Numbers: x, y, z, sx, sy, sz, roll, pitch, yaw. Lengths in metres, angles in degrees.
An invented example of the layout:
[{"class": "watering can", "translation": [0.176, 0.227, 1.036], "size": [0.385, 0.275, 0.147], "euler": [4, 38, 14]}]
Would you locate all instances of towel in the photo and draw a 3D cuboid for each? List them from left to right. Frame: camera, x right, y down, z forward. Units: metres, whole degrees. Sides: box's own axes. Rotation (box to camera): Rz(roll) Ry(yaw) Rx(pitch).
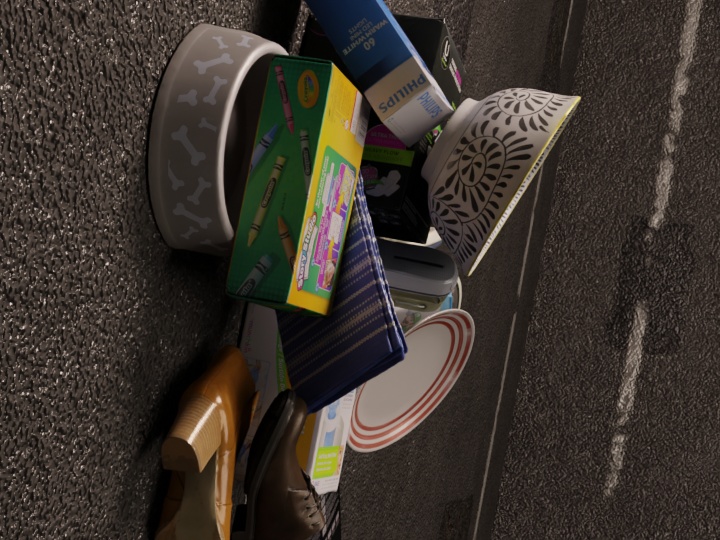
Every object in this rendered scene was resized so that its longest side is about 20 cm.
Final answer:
[{"class": "towel", "translation": [-0.029, 0.017, 0.982], "size": [0.024, 0.144, 0.202], "euler": [13, 53, -42]}]

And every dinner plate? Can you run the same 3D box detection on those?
[{"class": "dinner plate", "translation": [0.052, 0.121, 1.205], "size": [0.199, 0.024, 0.202], "euler": [-32, 145, -25]}]

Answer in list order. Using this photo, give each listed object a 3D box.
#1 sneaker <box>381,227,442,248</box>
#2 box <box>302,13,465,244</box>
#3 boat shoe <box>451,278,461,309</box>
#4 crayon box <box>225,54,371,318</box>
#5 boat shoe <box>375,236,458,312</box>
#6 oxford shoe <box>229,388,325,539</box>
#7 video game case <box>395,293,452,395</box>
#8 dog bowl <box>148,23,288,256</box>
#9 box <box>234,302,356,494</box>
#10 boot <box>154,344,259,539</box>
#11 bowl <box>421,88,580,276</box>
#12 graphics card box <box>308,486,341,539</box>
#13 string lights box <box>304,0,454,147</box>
[{"class": "sneaker", "translation": [0.027, 0.019, 1.264], "size": [0.199, 0.075, 0.085], "euler": [-31, 108, -29]}, {"class": "box", "translation": [0.011, -0.150, 1.105], "size": [0.124, 0.147, 0.203], "euler": [44, 58, -68]}, {"class": "boat shoe", "translation": [0.060, 0.087, 1.292], "size": [0.203, 0.071, 0.061], "euler": [-64, 169, 27]}, {"class": "crayon box", "translation": [-0.049, -0.066, 0.911], "size": [0.119, 0.057, 0.203], "euler": [26, 74, -72]}, {"class": "boat shoe", "translation": [0.000, 0.000, 1.091], "size": [0.072, 0.197, 0.062], "euler": [-77, -176, -49]}, {"class": "oxford shoe", "translation": [-0.069, 0.200, 0.984], "size": [0.073, 0.083, 0.202], "euler": [-86, -171, -65]}, {"class": "video game case", "translation": [0.013, 0.106, 1.231], "size": [0.018, 0.197, 0.145], "euler": [-126, -153, -50]}, {"class": "dog bowl", "translation": [-0.106, -0.106, 0.904], "size": [0.200, 0.058, 0.203], "euler": [9, 90, -73]}, {"class": "box", "translation": [-0.065, 0.116, 1.085], "size": [0.112, 0.100, 0.203], "euler": [28, 73, -73]}, {"class": "boot", "translation": [-0.130, 0.183, 0.969], "size": [0.144, 0.070, 0.204], "euler": [-59, 155, -58]}, {"class": "bowl", "translation": [0.119, -0.104, 1.028], "size": [0.202, 0.094, 0.201], "euler": [-57, 174, -9]}, {"class": "graphics card box", "translation": [-0.065, 0.308, 1.278], "size": [0.126, 0.050, 0.202], "euler": [-58, 151, -53]}, {"class": "string lights box", "translation": [0.005, -0.222, 0.993], "size": [0.201, 0.059, 0.103], "euler": [59, 10, 15]}]
